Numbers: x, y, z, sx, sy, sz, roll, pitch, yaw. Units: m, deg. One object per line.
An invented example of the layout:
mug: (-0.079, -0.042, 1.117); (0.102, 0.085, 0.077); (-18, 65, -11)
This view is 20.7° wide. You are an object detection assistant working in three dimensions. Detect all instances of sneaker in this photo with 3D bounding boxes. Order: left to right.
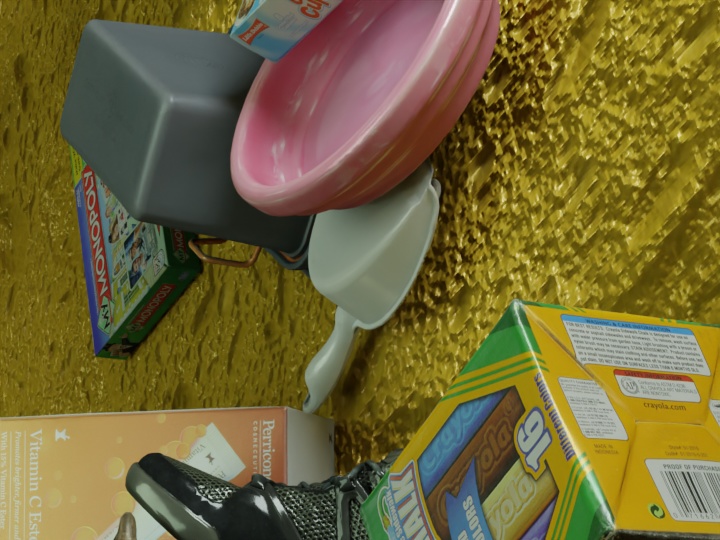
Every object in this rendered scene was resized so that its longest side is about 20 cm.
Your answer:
sneaker: (-0.023, 0.127, 1.056); (0.115, 0.198, 0.076); (-63, -11, -4)

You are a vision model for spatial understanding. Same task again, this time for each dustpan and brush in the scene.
dustpan and brush: (0.000, 0.000, 1.142); (0.201, 0.057, 0.140); (-56, 25, 23)

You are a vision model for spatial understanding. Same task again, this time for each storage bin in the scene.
storage bin: (-0.104, -0.081, 1.254); (0.200, 0.133, 0.147); (44, 122, 55)

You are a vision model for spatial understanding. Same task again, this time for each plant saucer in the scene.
plant saucer: (0.008, -0.110, 1.092); (0.200, 0.051, 0.201); (-40, 28, 27)

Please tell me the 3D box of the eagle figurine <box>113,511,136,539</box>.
eagle figurine: (-0.116, 0.231, 1.043); (0.151, 0.151, 0.201); (47, 151, 49)

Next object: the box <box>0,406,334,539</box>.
box: (-0.120, 0.149, 1.167); (0.198, 0.097, 0.126); (-4, 80, 16)

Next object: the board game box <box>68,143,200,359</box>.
board game box: (-0.171, -0.054, 1.469); (0.135, 0.029, 0.202); (-46, 47, 46)

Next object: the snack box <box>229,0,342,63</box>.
snack box: (-0.009, -0.227, 1.144); (0.116, 0.037, 0.201); (-36, 31, 52)

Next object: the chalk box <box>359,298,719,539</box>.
chalk box: (0.088, 0.128, 0.894); (0.200, 0.124, 0.125); (-55, 41, 38)
